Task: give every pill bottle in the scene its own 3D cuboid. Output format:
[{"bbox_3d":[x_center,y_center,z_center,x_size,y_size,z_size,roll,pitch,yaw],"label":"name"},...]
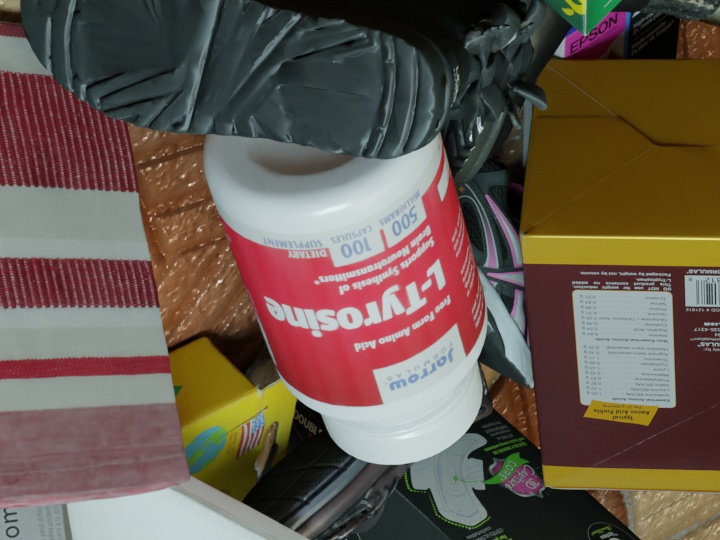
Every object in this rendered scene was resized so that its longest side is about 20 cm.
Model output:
[{"bbox_3d":[0.000,0.000,1.231,0.112,0.112,0.200,-38,138,-19],"label":"pill bottle"}]

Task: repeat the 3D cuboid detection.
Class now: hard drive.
[{"bbox_3d":[-0.129,0.140,1.202,0.132,0.026,0.200,-39,135,18],"label":"hard drive"}]

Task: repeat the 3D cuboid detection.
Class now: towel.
[{"bbox_3d":[-0.138,-0.004,1.030,0.023,0.201,0.144,-16,170,34],"label":"towel"}]

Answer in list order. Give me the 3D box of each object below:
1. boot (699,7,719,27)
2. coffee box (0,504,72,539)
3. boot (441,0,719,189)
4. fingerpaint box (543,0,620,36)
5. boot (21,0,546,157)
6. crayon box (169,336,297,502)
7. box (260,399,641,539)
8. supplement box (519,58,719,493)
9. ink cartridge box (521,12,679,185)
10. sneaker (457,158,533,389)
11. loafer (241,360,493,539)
[{"bbox_3d":[0.285,-0.149,1.416,0.200,0.155,0.073,-24,139,-58],"label":"boot"},{"bbox_3d":[-0.209,0.212,1.075,0.197,0.200,0.200,-8,142,-6],"label":"coffee box"},{"bbox_3d":[0.105,-0.133,1.269,0.157,0.079,0.212,-5,129,-43],"label":"boot"},{"bbox_3d":[0.104,-0.230,1.071,0.200,0.167,0.073,-45,166,-8],"label":"fingerpaint box"},{"bbox_3d":[-0.025,-0.101,1.075,0.162,0.197,0.074,-36,138,-67],"label":"boot"},{"bbox_3d":[-0.124,0.116,1.295,0.199,0.051,0.127,-25,143,-36],"label":"crayon box"},{"bbox_3d":[0.045,0.173,1.437,0.124,0.200,0.149,-15,136,-45],"label":"box"},{"bbox_3d":[0.192,0.006,1.339,0.201,0.196,0.133,81,14,-46],"label":"supplement box"},{"bbox_3d":[0.132,-0.122,1.384,0.095,0.037,0.200,-36,146,-23],"label":"ink cartridge box"},{"bbox_3d":[0.076,-0.002,1.407,0.087,0.080,0.200,-55,158,-11],"label":"sneaker"},{"bbox_3d":[0.004,0.107,1.330,0.200,0.072,0.063,-46,111,-32],"label":"loafer"}]
